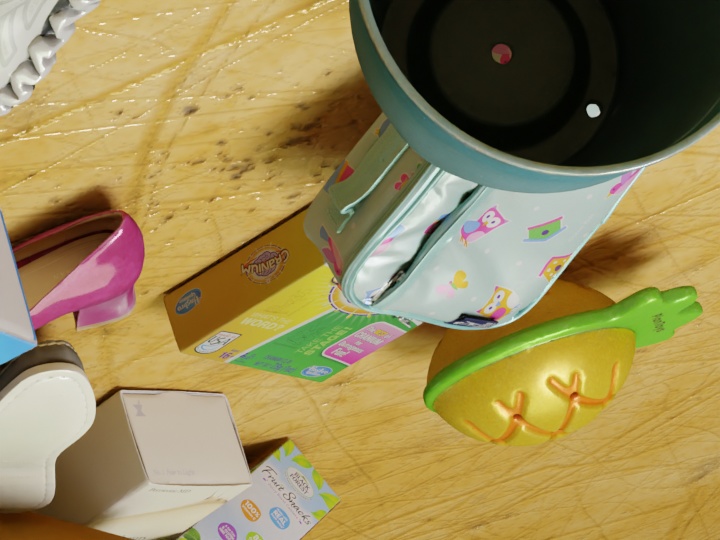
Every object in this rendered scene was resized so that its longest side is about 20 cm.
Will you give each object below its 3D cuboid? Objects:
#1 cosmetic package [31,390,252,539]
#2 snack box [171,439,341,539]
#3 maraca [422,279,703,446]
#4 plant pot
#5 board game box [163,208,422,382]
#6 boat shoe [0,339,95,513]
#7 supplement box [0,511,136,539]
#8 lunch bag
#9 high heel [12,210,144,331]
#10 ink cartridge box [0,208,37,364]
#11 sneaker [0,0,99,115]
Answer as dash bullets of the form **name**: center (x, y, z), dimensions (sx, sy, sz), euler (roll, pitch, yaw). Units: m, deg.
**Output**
- **cosmetic package**: center (-0.181, 0.159, 1.888), dimensions (0.103, 0.073, 0.200), euler (5, 149, -46)
- **snack box**: center (-0.129, 0.227, 1.980), dimensions (0.169, 0.068, 0.200), euler (-40, 179, 41)
- **maraca**: center (0.136, 0.055, 1.848), dimensions (0.199, 0.107, 0.137), euler (-21, 166, 6)
- **plant pot**: center (0.083, -0.125, 1.303), dimensions (0.199, 0.201, 0.188), euler (-15, 173, -10)
- **board game box**: center (0.000, 0.000, 1.702), dimensions (0.200, 0.040, 0.153), euler (-31, 154, 28)
- **boat shoe**: center (-0.212, 0.089, 1.719), dimensions (0.072, 0.061, 0.202), euler (2, 152, -16)
- **supplement box**: center (-0.255, 0.266, 1.769), dimensions (0.196, 0.201, 0.133), euler (13, -169, 14)
- **lunch bag**: center (0.069, -0.053, 1.529), dimensions (0.160, 0.077, 0.200), euler (9, 127, -46)
- **high heel**: center (-0.218, 0.017, 1.542), dimensions (0.199, 0.068, 0.096), euler (-12, 151, -10)
- **ink cartridge box**: center (-0.278, 0.006, 1.358), dimensions (0.199, 0.147, 0.084), euler (-26, 158, 18)
- **sneaker**: center (-0.158, -0.136, 1.240), dimensions (0.081, 0.075, 0.200), euler (23, 133, -39)
